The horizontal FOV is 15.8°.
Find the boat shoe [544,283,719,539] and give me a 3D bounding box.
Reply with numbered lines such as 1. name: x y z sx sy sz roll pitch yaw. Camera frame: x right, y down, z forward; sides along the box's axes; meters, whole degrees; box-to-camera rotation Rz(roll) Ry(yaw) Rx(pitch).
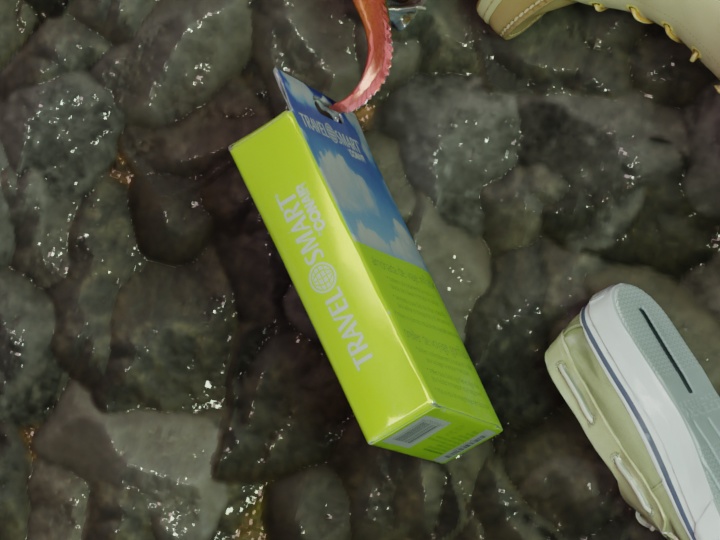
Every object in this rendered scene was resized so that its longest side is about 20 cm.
1. boat shoe: 0.164 0.103 1.338 0.062 0.072 0.201 -42 64 34

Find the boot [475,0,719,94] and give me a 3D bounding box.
1. boot: 0.166 -0.132 1.363 0.199 0.073 0.156 -32 94 39

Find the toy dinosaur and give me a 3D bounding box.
1. toy dinosaur: 0.001 -0.222 1.395 0.105 0.182 0.201 -22 28 35

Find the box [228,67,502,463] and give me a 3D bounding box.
1. box: 0.000 0.000 1.376 0.047 0.122 0.201 -30 72 14
